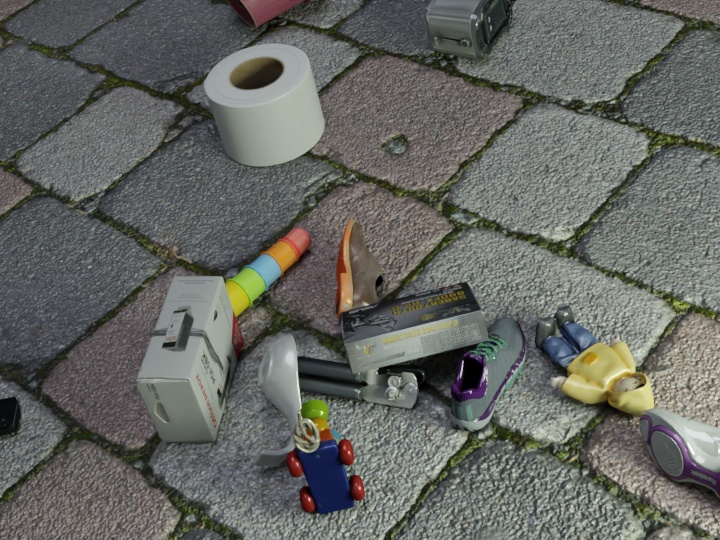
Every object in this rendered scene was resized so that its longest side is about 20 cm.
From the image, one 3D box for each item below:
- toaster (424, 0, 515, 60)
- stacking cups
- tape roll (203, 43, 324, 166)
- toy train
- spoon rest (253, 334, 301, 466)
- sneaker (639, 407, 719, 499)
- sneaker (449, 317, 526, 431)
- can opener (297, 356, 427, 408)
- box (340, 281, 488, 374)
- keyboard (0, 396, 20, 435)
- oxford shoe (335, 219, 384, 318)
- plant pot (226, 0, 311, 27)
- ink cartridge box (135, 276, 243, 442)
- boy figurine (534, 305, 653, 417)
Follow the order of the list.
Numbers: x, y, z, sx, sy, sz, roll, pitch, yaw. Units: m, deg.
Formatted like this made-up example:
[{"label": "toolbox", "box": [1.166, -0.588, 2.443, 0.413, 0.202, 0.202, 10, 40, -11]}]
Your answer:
[{"label": "toaster", "box": [0.214, -0.504, 2.151, 0.129, 0.114, 0.200, 12, 50, 29]}, {"label": "stacking cups", "box": [-0.160, 0.000, 1.764, 0.060, 0.061, 0.200, 21, 51, 32]}, {"label": "tape roll", "box": [-0.177, -0.310, 2.034, 0.202, 0.140, 0.203, -7, 43, 7]}, {"label": "toy train", "box": [-0.056, 0.210, 1.411, 0.084, 0.201, 0.116, -13, 38, 2]}, {"label": "spoon rest", "box": [-0.112, 0.184, 1.547, 0.060, 0.099, 0.201, 15, 52, -17]}, {"label": "sneaker", "box": [0.440, 0.230, 1.361, 0.099, 0.075, 0.200, -22, 40, -36]}, {"label": "sneaker", "box": [0.179, 0.125, 1.515, 0.074, 0.088, 0.200, 9, 48, 24]}, {"label": "can opener", "box": [-0.005, 0.159, 1.569, 0.199, 0.053, 0.066, 5, 12, 18]}, {"label": "box", "box": [0.074, 0.080, 1.572, 0.199, 0.049, 0.158, -14, 14, 2]}, {"label": "keyboard", "box": [-0.613, 0.256, 1.647, 0.199, 0.021, 0.127, -14, 37, 2]}, {"label": "oxford shoe", "box": [0.000, 0.000, 1.725, 0.073, 0.071, 0.201, 7, 48, -6]}, {"label": "plant pot", "box": [-0.202, -0.631, 2.356, 0.179, 0.200, 0.200, -42, 47, -7]}, {"label": "ink cartridge box", "box": [-0.242, 0.128, 1.585, 0.082, 0.147, 0.201, -1, 45, 12]}, {"label": "boy figurine", "box": [0.318, 0.134, 1.488, 0.124, 0.065, 0.200, -25, 40, -15]}]
